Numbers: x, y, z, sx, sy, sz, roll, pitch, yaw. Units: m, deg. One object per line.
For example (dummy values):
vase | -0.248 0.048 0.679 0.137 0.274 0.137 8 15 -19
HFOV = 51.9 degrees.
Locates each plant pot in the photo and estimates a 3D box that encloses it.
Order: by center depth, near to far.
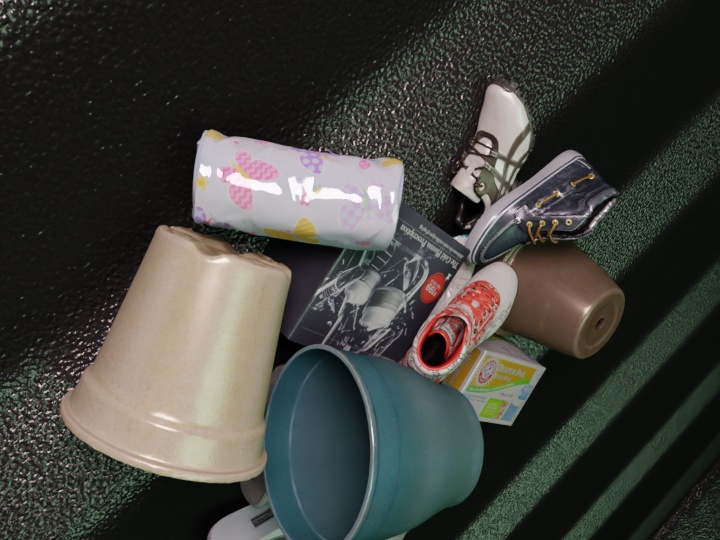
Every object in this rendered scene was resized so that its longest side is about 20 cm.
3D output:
plant pot | -0.153 0.065 0.692 0.199 0.199 0.187 16 94 -48
plant pot | 0.024 0.188 0.785 0.185 0.200 0.203 9 111 -36
plant pot | -0.044 0.230 0.955 0.201 0.027 0.200 -50 173 -8
plant pot | 0.284 0.034 1.086 0.198 0.174 0.203 -23 131 -30

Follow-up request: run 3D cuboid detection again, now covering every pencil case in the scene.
pencil case | -0.056 -0.074 0.679 0.083 0.196 0.093 119 -23 -73

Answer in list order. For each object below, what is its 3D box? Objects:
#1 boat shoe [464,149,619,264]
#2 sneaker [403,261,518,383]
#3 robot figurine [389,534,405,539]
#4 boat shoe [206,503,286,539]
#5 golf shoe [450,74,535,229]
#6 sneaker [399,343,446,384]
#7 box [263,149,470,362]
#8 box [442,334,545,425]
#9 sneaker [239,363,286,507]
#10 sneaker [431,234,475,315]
boat shoe | 0.226 -0.061 0.928 0.199 0.091 0.071 -40 148 -1
sneaker | 0.130 0.057 0.886 0.201 0.067 0.108 -45 169 -13
robot figurine | 0.027 0.350 1.106 0.168 0.113 0.202 26 99 -34
boat shoe | -0.124 0.344 0.998 0.198 0.070 0.067 -17 152 -43
golf shoe | 0.159 -0.136 0.921 0.093 0.077 0.203 -27 132 -27
sneaker | 0.078 0.143 0.958 0.075 0.200 0.081 -47 179 -8
box | 0.000 0.000 0.840 0.199 0.104 0.184 27 99 -50
box | 0.175 0.153 1.119 0.198 0.101 0.114 19 104 -49
sneaker | -0.078 0.207 0.936 0.117 0.073 0.203 0 118 -47
sneaker | 0.119 0.050 1.009 0.076 0.080 0.203 6 111 -44
